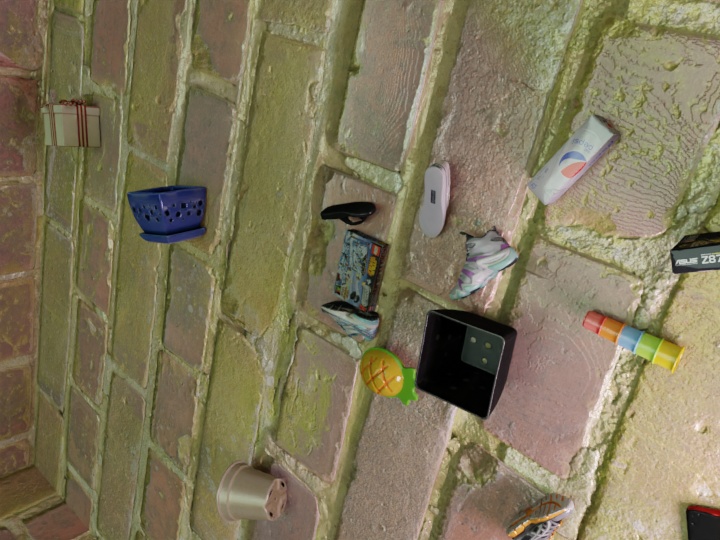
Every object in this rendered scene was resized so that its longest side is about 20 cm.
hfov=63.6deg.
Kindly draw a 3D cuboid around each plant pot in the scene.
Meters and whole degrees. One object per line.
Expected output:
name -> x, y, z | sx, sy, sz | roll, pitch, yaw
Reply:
plant pot -> 0.271, 0.201, 1.389 | 0.198, 0.176, 0.203 | 19, 110, 34
plant pot -> -0.358, 0.768, 1.982 | 0.181, 0.200, 0.204 | 1, 99, 26
plant pot -> -0.669, -0.197, 2.038 | 0.198, 0.199, 0.183 | 7, 108, 36

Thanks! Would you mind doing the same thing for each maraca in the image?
maraca -> 0.079, 0.289, 1.596 | 0.198, 0.106, 0.139 | 23, 119, 32

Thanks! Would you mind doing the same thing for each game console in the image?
game console -> 0.764, 0.590, 1.175 | 0.175, 0.031, 0.204 | -3, 96, 43

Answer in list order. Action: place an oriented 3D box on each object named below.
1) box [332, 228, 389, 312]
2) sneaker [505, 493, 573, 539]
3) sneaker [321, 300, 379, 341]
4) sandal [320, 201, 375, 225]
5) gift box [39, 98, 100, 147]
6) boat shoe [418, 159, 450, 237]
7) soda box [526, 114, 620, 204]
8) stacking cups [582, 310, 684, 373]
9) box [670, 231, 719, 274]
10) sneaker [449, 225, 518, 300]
box -> 0.000, 0.000, 1.649 | 0.136, 0.040, 0.203 | 26, 113, 33
sneaker -> 0.443, 0.608, 1.400 | 0.077, 0.078, 0.200 | 45, 126, 6
sneaker -> -0.038, 0.149, 1.684 | 0.198, 0.077, 0.088 | 18, 112, 34
sandal -> -0.028, -0.157, 1.635 | 0.199, 0.075, 0.048 | 3, 126, 44
gift box -> -1.184, -0.600, 2.364 | 0.182, 0.199, 0.190 | 8, 102, 31
boat shoe -> 0.191, -0.180, 1.454 | 0.071, 0.066, 0.203 | 19, 130, 30
soda box -> 0.453, -0.234, 1.241 | 0.064, 0.068, 0.200 | 51, 123, 18
stacking cups -> 0.567, 0.146, 1.223 | 0.198, 0.060, 0.061 | 25, 112, 32
box -> 0.655, -0.039, 1.035 | 0.159, 0.199, 0.050 | -5, 97, 38
sneaker -> 0.272, -0.030, 1.418 | 0.199, 0.077, 0.141 | -39, 72, 25
